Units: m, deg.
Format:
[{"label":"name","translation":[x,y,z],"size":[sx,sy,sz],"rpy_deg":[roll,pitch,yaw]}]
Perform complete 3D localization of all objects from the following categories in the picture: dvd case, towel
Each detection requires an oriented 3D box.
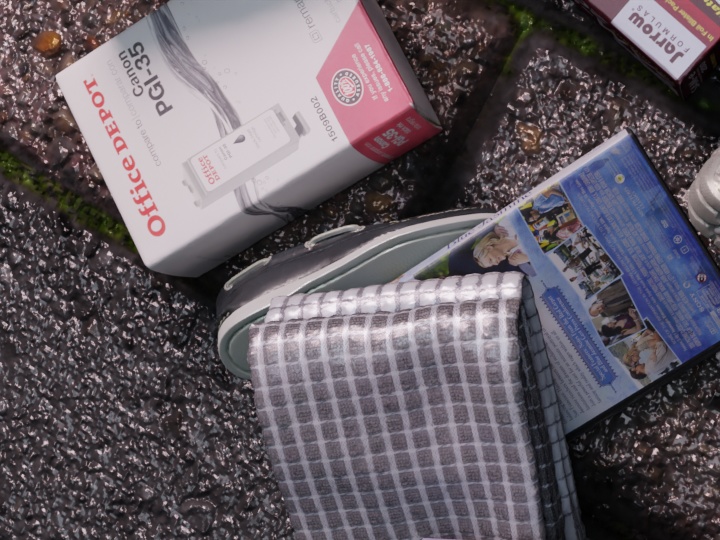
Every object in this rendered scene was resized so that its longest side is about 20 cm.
[{"label":"dvd case","translation":[0.113,0.029,0.868],"size":[0.199,0.018,0.143],"rpy_deg":[-33,103,12]},{"label":"towel","translation":[0.034,0.108,0.843],"size":[0.164,0.086,0.202],"rpy_deg":[-8,111,15]}]

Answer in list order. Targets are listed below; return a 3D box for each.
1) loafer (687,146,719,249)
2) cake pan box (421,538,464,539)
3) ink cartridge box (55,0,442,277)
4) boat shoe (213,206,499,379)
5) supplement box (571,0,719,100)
[{"label":"loafer","translation":[0.278,-0.003,0.823],"size":[0.200,0.070,0.070],"rpy_deg":[41,70,3]},{"label":"cake pan box","translation":[0.129,0.242,0.806],"size":[0.182,0.052,0.202],"rpy_deg":[-2,119,25]},{"label":"ink cartridge box","translation":[-0.071,-0.105,0.924],"size":[0.199,0.083,0.147],"rpy_deg":[-30,79,12]},{"label":"boat shoe","translation":[0.000,0.000,0.905],"size":[0.198,0.076,0.061],"rpy_deg":[-19,38,1]},{"label":"supplement box","translation":[0.218,-0.213,0.858],"size":[0.109,0.061,0.200],"rpy_deg":[43,99,14]}]
